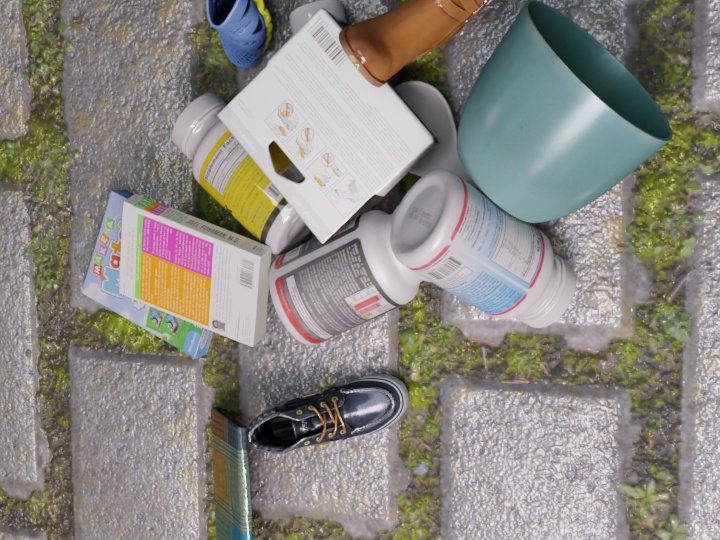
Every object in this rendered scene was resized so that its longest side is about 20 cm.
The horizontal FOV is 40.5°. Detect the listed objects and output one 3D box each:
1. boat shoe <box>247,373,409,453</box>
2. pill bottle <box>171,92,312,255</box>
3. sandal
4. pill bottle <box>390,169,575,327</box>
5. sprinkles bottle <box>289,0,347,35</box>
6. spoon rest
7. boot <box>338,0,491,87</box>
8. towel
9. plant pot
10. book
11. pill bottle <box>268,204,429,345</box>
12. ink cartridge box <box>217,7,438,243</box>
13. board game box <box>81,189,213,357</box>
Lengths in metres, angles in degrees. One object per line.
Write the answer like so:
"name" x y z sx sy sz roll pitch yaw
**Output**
"boat shoe" -0.040 0.183 1.196 0.197 0.091 0.072 -18 89 23
"pill bottle" -0.136 -0.123 1.195 0.200 0.111 0.112 43 109 14
"sandal" -0.155 -0.314 1.153 0.078 0.201 0.088 21 59 15
"pill bottle" 0.136 -0.016 1.047 0.198 0.109 0.109 29 111 -28
"sprinkles bottle" -0.031 -0.215 1.165 0.067 0.068 0.204 -13 91 23
"spoon rest" 0.095 -0.134 1.126 0.200 0.060 0.100 46 109 11
"boot" 0.071 -0.271 1.045 0.154 0.199 0.078 -33 86 30
"towel" -0.162 0.287 1.248 0.146 0.021 0.205 -174 81 -67
"plant pot" 0.195 -0.150 1.017 0.201 0.200 0.161 48 120 11
"book" -0.206 -0.001 1.206 0.197 0.048 0.136 22 127 17
"pill bottle" 0.000 0.000 1.148 0.198 0.116 0.118 -25 86 23
"ink cartridge box" -0.038 -0.162 1.113 0.173 0.044 0.201 -42 84 12
"board game box" -0.269 0.003 1.303 0.198 0.036 0.154 26 105 19
